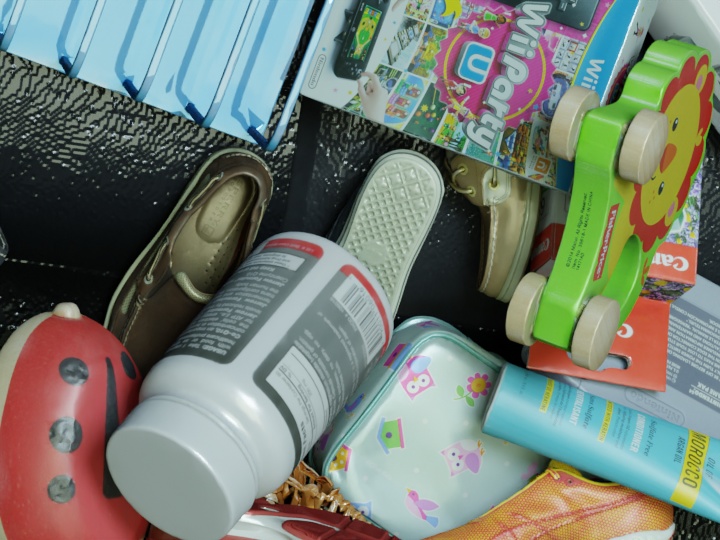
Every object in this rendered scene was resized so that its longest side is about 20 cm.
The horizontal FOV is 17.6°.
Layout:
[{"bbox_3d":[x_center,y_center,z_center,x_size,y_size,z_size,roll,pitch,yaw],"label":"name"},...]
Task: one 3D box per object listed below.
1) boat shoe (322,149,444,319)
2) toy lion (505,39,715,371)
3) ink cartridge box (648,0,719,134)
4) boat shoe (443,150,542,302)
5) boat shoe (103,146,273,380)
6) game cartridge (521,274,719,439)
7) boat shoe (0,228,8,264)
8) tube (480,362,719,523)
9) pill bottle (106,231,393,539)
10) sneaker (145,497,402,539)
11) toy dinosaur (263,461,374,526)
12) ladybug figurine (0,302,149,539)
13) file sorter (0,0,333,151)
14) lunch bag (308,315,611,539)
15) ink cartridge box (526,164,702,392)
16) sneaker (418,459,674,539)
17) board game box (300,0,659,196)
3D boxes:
[{"bbox_3d":[0.000,0.000,1.621,0.074,0.062,0.200,28,110,0],"label":"boat shoe"},{"bbox_3d":[0.177,-0.050,1.520,0.069,0.192,0.201,20,107,23],"label":"toy lion"},{"bbox_3d":[0.292,-0.171,1.612,0.146,0.085,0.200,-43,107,-20],"label":"ink cartridge box"},{"bbox_3d":[0.091,-0.079,1.621,0.066,0.074,0.201,5,90,-8],"label":"boat shoe"},{"bbox_3d":[-0.122,0.010,1.593,0.075,0.075,0.203,22,96,-14],"label":"boat shoe"},{"bbox_3d":[0.214,0.061,1.657,0.200,0.042,0.133,28,70,-14],"label":"game cartridge"},{"bbox_3d":[-0.284,-0.091,1.549,0.060,0.074,0.200,-30,96,1],"label":"boat shoe"},{"bbox_3d":[0.182,0.121,1.583,0.199,0.078,0.050,20,139,0],"label":"tube"},{"bbox_3d":[-0.072,0.076,1.510,0.114,0.114,0.200,52,48,-15],"label":"pill bottle"},{"bbox_3d":[-0.051,0.217,1.536,0.199,0.078,0.116,17,100,16],"label":"sneaker"},{"bbox_3d":[-0.078,0.165,1.597,0.102,0.200,0.136,-6,112,-45],"label":"toy dinosaur"},{"bbox_3d":[-0.187,0.122,1.538,0.136,0.072,0.201,-8,96,-45],"label":"ladybug figurine"},{"bbox_3d":[-0.128,-0.175,1.527,0.200,0.123,0.139,20,97,-14],"label":"file sorter"},{"bbox_3d":[0.077,0.136,1.652,0.200,0.077,0.161,37,87,-17],"label":"lunch bag"},{"bbox_3d":[0.177,-0.025,1.613,0.109,0.050,0.201,10,71,-12],"label":"ink cartridge box"},{"bbox_3d":[0.117,0.174,1.602,0.199,0.073,0.077,-11,80,-19],"label":"sneaker"},{"bbox_3d":[0.080,-0.151,1.557,0.200,0.064,0.148,21,92,15],"label":"board game box"}]
